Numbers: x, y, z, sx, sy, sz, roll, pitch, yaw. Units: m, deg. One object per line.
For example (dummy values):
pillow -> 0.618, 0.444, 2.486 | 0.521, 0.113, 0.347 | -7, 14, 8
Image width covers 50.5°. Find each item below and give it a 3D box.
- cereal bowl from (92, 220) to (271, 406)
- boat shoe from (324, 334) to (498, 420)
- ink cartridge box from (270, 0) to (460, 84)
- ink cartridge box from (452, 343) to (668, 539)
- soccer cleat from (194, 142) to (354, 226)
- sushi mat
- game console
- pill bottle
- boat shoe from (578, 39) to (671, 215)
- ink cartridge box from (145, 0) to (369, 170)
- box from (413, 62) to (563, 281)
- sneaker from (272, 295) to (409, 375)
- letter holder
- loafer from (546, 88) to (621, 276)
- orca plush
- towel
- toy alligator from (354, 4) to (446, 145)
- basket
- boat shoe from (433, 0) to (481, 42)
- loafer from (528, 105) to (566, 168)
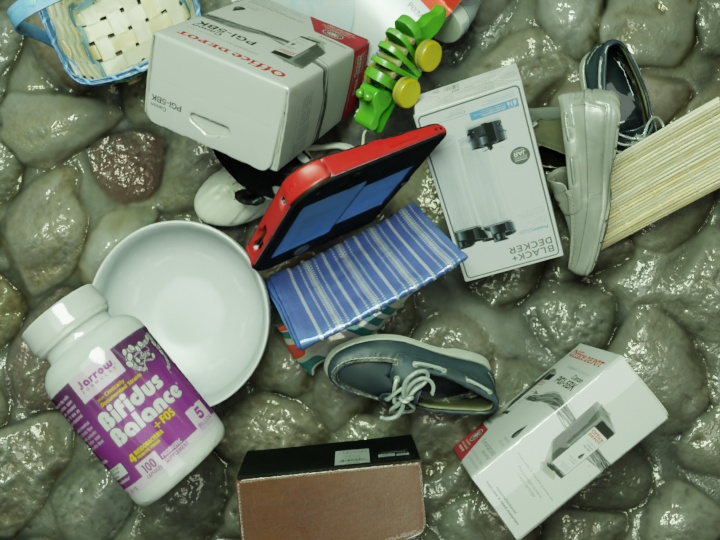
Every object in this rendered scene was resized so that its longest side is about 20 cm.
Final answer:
cereal bowl -> -0.192, 0.048, 0.842 | 0.196, 0.083, 0.205 | 0, 92, -1
boat shoe -> 0.058, 0.123, 0.832 | 0.196, 0.062, 0.076 | 13, 124, -20
ink cartridge box -> 0.017, -0.301, 0.803 | 0.160, 0.047, 0.200 | 45, 129, -2
ink cartridge box -> 0.207, 0.175, 0.826 | 0.199, 0.147, 0.083 | -39, 90, -1
soccer cleat -> -0.093, -0.101, 0.844 | 0.196, 0.078, 0.071 | -17, 92, -1
sushi mat -> 0.320, -0.098, 0.842 | 0.198, 0.012, 0.096 | -30, 108, 21
game console -> -0.019, -0.068, 0.763 | 0.175, 0.200, 0.031 | -21, 78, -29
pill bottle -> -0.233, 0.117, 0.746 | 0.112, 0.112, 0.201 | -39, 93, 0
boat shoe -> 0.303, -0.159, 0.862 | 0.073, 0.062, 0.204 | -13, 92, -3
ink cartridge box -> -0.095, -0.193, 0.758 | 0.145, 0.200, 0.084 | 24, 124, 10
box -> 0.137, -0.099, 0.809 | 0.114, 0.060, 0.203 | -14, 118, 12
sneaker -> 0.005, 0.048, 0.865 | 0.197, 0.070, 0.095 | -25, 110, -3
letter holder -> -0.029, 0.275, 0.845 | 0.196, 0.101, 0.145 | -5, 93, -2
loafer -> 0.234, -0.092, 0.818 | 0.068, 0.070, 0.204 | 7, 114, 18
orca plush -> -0.117, -0.144, 0.797 | 0.105, 0.071, 0.201 | -36, 58, 4
towel -> 0.000, 0.000, 0.817 | 0.197, 0.145, 0.024 | -28, 122, -5
toy alligator -> 0.022, -0.187, 0.772 | 0.059, 0.054, 0.202 | 36, 98, 39
basket -> -0.242, -0.272, 0.773 | 0.174, 0.200, 0.141 | -26, 92, 0
boat shoe -> 0.048, -0.337, 0.856 | 0.199, 0.070, 0.072 | 37, 66, 2
loafer -> 0.167, -0.141, 0.848 | 0.195, 0.075, 0.071 | -2, 78, -2
